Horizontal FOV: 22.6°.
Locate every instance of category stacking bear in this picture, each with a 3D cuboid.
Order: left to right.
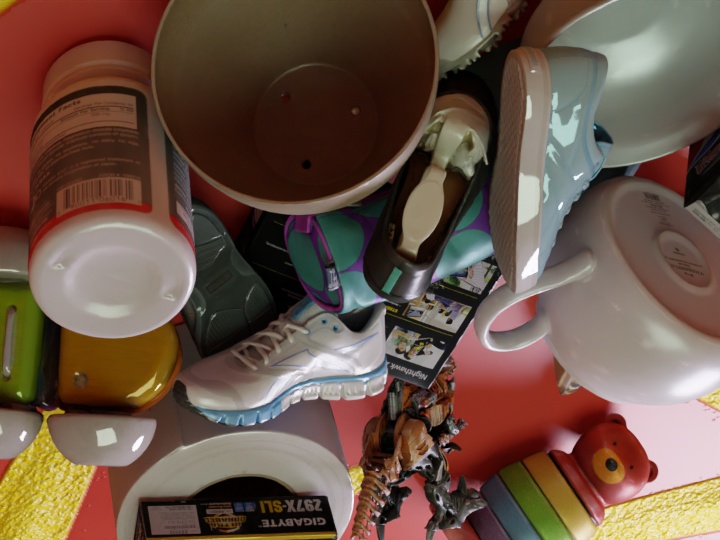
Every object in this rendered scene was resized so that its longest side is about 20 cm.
[{"bbox_3d":[0.180,0.216,1.680,0.199,0.122,0.114,-34,167,1],"label":"stacking bear"}]

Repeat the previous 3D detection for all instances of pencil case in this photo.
[{"bbox_3d":[0.047,-0.039,1.356,0.198,0.085,0.093,-22,123,-16],"label":"pencil case"}]

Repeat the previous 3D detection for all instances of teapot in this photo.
[{"bbox_3d":[0.207,0.034,1.422,0.200,0.198,0.146,41,125,-5],"label":"teapot"}]

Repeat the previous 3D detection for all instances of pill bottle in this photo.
[{"bbox_3d":[-0.176,-0.061,1.264,0.113,0.201,0.115,-5,135,-5],"label":"pill bottle"}]

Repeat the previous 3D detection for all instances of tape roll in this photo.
[{"bbox_3d":[-0.115,0.159,1.522,0.201,0.140,0.204,-8,133,-9],"label":"tape roll"}]

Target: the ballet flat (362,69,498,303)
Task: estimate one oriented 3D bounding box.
[{"bbox_3d":[0.059,-0.069,1.285,0.067,0.201,0.068,20,156,-3],"label":"ballet flat"}]

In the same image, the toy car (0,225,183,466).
[{"bbox_3d":[-0.235,0.061,1.405,0.198,0.177,0.150,3,174,3],"label":"toy car"}]

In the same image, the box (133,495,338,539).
[{"bbox_3d":[-0.114,0.271,1.494,0.158,0.050,0.201,-1,131,-18],"label":"box"}]

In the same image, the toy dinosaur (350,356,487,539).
[{"bbox_3d":[0.033,0.156,1.534,0.200,0.102,0.137,-37,128,-30],"label":"toy dinosaur"}]

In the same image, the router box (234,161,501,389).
[{"bbox_3d":[0.000,0.000,1.454,0.198,0.051,0.150,21,123,-17],"label":"router box"}]

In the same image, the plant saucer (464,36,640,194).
[{"bbox_3d":[0.149,-0.099,1.442,0.198,0.036,0.201,-8,132,-9],"label":"plant saucer"}]

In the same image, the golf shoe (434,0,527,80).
[{"bbox_3d":[0.092,-0.232,1.300,0.097,0.078,0.200,35,111,-16],"label":"golf shoe"}]

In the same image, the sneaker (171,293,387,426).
[{"bbox_3d":[-0.060,0.059,1.392,0.199,0.075,0.087,-13,124,-39],"label":"sneaker"}]

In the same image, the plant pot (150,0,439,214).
[{"bbox_3d":[-0.038,-0.124,1.283,0.198,0.202,0.135,-19,164,1],"label":"plant pot"}]

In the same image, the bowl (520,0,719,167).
[{"bbox_3d":[0.197,-0.172,1.317,0.199,0.091,0.202,-10,145,-7],"label":"bowl"}]

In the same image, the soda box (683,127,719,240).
[{"bbox_3d":[0.296,-0.082,1.385,0.071,0.200,0.063,40,114,-5],"label":"soda box"}]

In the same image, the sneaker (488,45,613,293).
[{"bbox_3d":[0.140,-0.067,1.272,0.081,0.074,0.201,-6,132,-11],"label":"sneaker"}]

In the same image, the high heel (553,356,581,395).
[{"bbox_3d":[0.248,0.032,1.564,0.141,0.072,0.201,-2,130,-19],"label":"high heel"}]

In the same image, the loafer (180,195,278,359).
[{"bbox_3d":[-0.117,0.006,1.397,0.071,0.063,0.201,-31,136,-11],"label":"loafer"}]
